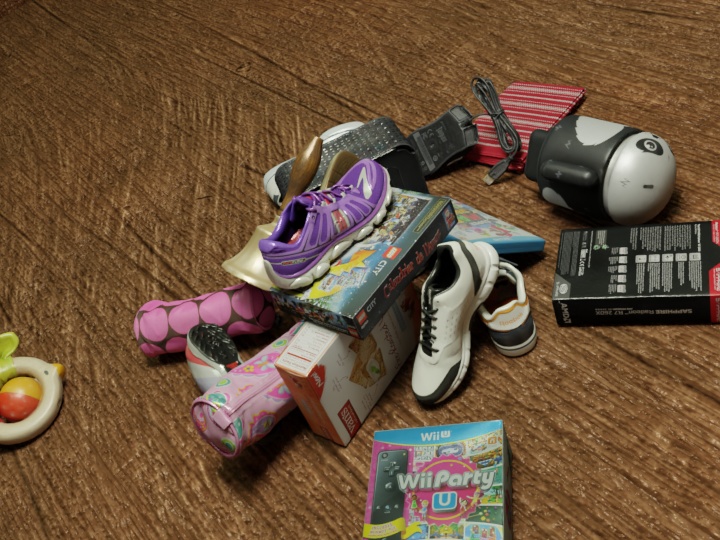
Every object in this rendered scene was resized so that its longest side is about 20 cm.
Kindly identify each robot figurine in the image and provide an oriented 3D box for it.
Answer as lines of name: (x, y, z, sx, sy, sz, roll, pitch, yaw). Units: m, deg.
robot figurine: (0.313, -0.136, 1.100, 0.199, 0.125, 0.151, 26, 68, 43)

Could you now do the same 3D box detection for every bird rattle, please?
bird rattle: (-0.508, 0.184, 1.185, 0.161, 0.113, 0.202, 2, 48, 5)

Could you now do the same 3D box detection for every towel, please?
towel: (0.247, -0.231, 1.316, 0.144, 0.023, 0.200, 18, 54, 41)

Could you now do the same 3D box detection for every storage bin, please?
storage bin: (-0.010, -0.115, 1.227, 0.198, 0.136, 0.094, -26, 40, -3)

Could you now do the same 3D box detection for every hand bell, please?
hand bell: (-0.094, -0.078, 1.077, 0.104, 0.104, 0.202, 28, 97, 43)

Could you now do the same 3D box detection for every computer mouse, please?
computer mouse: (0.157, -0.183, 1.272, 0.199, 0.141, 0.046, -38, -13, 34)

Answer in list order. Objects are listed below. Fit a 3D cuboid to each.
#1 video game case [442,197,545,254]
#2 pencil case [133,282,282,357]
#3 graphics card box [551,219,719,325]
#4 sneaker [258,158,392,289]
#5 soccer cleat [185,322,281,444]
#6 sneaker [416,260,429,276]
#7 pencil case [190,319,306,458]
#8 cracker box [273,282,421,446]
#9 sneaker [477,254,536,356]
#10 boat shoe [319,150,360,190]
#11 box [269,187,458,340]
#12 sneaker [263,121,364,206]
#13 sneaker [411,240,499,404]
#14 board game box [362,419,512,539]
video game case: (0.129, -0.063, 1.125, 0.142, 0.018, 0.199, -3, 23, -35)
pencil case: (-0.216, 0.063, 1.177, 0.197, 0.091, 0.094, -12, 35, 17)
graphics card box: (0.334, 0.003, 1.000, 0.197, 0.051, 0.126, -3, 45, 22)
sneaker: (-0.038, -0.066, 0.963, 0.080, 0.084, 0.200, 16, 53, 40)
soccer cleat: (-0.166, 0.156, 1.080, 0.068, 0.074, 0.200, -16, 49, -37)
sneaker: (0.000, 0.000, 1.139, 0.199, 0.086, 0.077, -39, 42, -16)
pencil case: (-0.108, 0.137, 1.004, 0.087, 0.088, 0.199, 15, 36, 37)
cracker box: (-0.004, 0.089, 1.008, 0.057, 0.135, 0.201, 15, 54, 37)
sneaker: (0.163, 0.012, 1.053, 0.078, 0.080, 0.201, -25, 39, -1)
boat shoe: (-0.044, -0.063, 1.113, 0.064, 0.071, 0.203, -11, 61, 50)
box: (0.005, -0.018, 0.983, 0.136, 0.038, 0.200, 16, 55, 40)
sneaker: (-0.063, -0.166, 1.370, 0.199, 0.073, 0.071, -33, 49, 4)
sneaker: (0.092, 0.057, 0.978, 0.073, 0.079, 0.203, 20, 96, 47)
board game box: (0.078, 0.257, 0.843, 0.146, 0.065, 0.201, -9, 42, 17)
